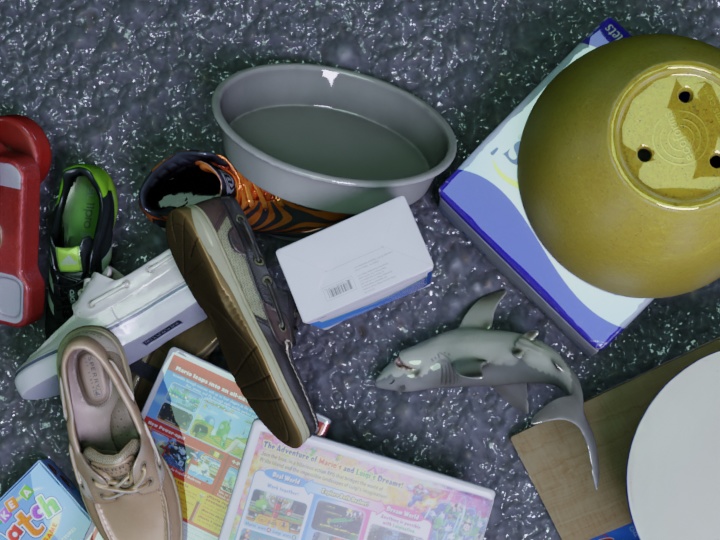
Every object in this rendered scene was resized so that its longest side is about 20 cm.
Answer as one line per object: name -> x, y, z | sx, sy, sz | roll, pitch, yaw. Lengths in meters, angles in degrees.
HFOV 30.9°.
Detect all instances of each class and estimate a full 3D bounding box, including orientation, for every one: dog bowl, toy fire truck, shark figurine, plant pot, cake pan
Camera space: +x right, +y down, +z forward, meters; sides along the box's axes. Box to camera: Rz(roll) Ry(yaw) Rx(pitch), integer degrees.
dog bowl -> 0.291, 0.155, 0.923 | 0.198, 0.079, 0.202 | -5, 73, 17
toy fire truck -> -0.353, -0.047, 1.085 | 0.198, 0.112, 0.169 | 10, 105, 17
shark figurine -> 0.129, 0.094, 1.051 | 0.128, 0.214, 0.090 | -41, 125, -28
plant pot -> 0.217, -0.085, 0.932 | 0.198, 0.142, 0.202 | 0, 85, 3
cake pan -> -0.023, -0.106, 1.043 | 0.199, 0.201, 0.037 | 17, 123, 4

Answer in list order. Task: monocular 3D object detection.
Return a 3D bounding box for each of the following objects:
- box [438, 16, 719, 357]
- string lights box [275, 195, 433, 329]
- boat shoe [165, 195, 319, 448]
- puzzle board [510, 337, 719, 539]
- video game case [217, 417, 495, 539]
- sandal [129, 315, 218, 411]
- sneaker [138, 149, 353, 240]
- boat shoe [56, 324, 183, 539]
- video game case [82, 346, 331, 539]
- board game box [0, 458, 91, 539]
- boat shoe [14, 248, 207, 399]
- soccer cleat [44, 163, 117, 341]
box -> 0.193, -0.063, 1.056 | 0.184, 0.105, 0.200 | 44, 90, 6
string lights box -> 0.000, 0.000, 1.014 | 0.102, 0.200, 0.059 | -23, 85, 0
boat shoe -> -0.075, 0.035, 0.982 | 0.065, 0.073, 0.201 | -27, 93, -28
puzzle board -> 0.236, 0.161, 1.040 | 0.199, 0.017, 0.152 | -30, 84, 29
video game case -> -0.014, 0.230, 1.009 | 0.198, 0.024, 0.183 | 17, 85, -3
sandal -> -0.159, 0.074, 1.091 | 0.080, 0.054, 0.201 | 28, 90, 17
sneaker -> -0.085, -0.063, 1.068 | 0.198, 0.112, 0.078 | -11, 85, 2
boat shoe -> -0.187, 0.143, 0.981 | 0.071, 0.065, 0.201 | -19, 99, -3
video game case -> -0.127, 0.181, 1.032 | 0.142, 0.017, 0.201 | 24, 86, 6
board game box -> -0.252, 0.282, 1.088 | 0.151, 0.037, 0.200 | -44, 85, -1
boat shoe -> -0.193, 0.032, 1.042 | 0.199, 0.071, 0.070 | -30, 74, 3
soccer cleat -> -0.236, 0.010, 1.086 | 0.067, 0.081, 0.202 | 0, 85, 3
